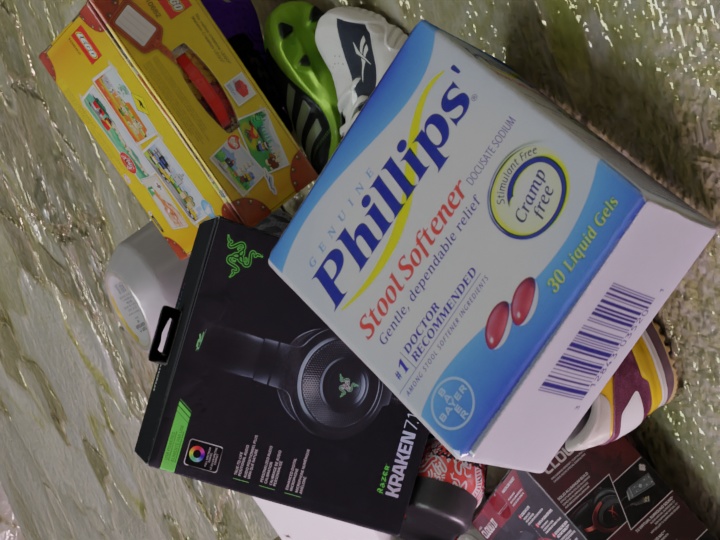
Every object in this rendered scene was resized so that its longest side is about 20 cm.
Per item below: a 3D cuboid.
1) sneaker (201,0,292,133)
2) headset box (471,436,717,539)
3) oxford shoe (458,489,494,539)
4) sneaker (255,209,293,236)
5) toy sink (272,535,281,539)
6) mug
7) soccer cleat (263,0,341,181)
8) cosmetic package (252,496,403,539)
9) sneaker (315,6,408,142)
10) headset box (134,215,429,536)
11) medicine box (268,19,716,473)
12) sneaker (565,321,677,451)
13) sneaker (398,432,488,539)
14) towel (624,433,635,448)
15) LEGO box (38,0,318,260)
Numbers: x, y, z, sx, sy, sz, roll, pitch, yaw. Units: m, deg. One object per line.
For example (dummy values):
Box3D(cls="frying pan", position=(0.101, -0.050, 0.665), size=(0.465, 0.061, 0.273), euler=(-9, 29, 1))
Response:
Box3D(cls="sneaker", position=(-0.091, -0.147, 1.217), size=(0.100, 0.069, 0.201), euler=(58, 173, 38))
Box3D(cls="headset box", position=(0.166, 0.190, 1.054), size=(0.200, 0.075, 0.149), euler=(48, 157, 14))
Box3D(cls="oxford shoe", position=(0.095, 0.205, 1.260), size=(0.199, 0.074, 0.059), euler=(-173, 85, -65))
Box3D(cls="sneaker", position=(-0.052, 0.024, 1.289), size=(0.202, 0.073, 0.087), euler=(64, -168, 23))
Box3D(cls="toy sink", position=(-0.013, 0.309, 1.508), size=(0.199, 0.111, 0.132), euler=(20, 133, 55))
Box3D(cls="mug", position=(-0.149, 0.017, 1.429), size=(0.149, 0.152, 0.188), euler=(40, 148, 37))
Box3D(cls="soccer cleat", position=(-0.020, -0.107, 1.171), size=(0.202, 0.067, 0.081), euler=(68, 165, 2))
Box3D(cls="cosmetic package", position=(-0.022, 0.188, 1.326), size=(0.106, 0.086, 0.201), euler=(7, 155, 16))
Box3D(cls="sneaker", position=(-0.003, -0.086, 1.070), size=(0.200, 0.129, 0.080), euler=(58, 153, 8))
Box3D(cls="headset box", position=(-0.051, 0.070, 1.075), size=(0.093, 0.198, 0.176), euler=(178, 110, -76))
Box3D(cls="medicine box", position=(0.073, -0.014, 0.921), size=(0.200, 0.102, 0.183), euler=(43, 106, 34))
Box3D(cls="sneaker", position=(0.120, 0.015, 0.981), size=(0.201, 0.089, 0.075), euler=(59, 155, 7))
Box3D(cls="sneaker", position=(0.062, 0.145, 1.153), size=(0.066, 0.109, 0.202), euler=(22, 163, -1))
Box3D(cls="towel", position=(0.119, 0.072, 1.122), size=(0.199, 0.023, 0.145), euler=(-2, 114, 63))
Box3D(cls="LEGO box", position=(-0.142, -0.120, 1.169), size=(0.201, 0.077, 0.149), euler=(56, 154, -8))
